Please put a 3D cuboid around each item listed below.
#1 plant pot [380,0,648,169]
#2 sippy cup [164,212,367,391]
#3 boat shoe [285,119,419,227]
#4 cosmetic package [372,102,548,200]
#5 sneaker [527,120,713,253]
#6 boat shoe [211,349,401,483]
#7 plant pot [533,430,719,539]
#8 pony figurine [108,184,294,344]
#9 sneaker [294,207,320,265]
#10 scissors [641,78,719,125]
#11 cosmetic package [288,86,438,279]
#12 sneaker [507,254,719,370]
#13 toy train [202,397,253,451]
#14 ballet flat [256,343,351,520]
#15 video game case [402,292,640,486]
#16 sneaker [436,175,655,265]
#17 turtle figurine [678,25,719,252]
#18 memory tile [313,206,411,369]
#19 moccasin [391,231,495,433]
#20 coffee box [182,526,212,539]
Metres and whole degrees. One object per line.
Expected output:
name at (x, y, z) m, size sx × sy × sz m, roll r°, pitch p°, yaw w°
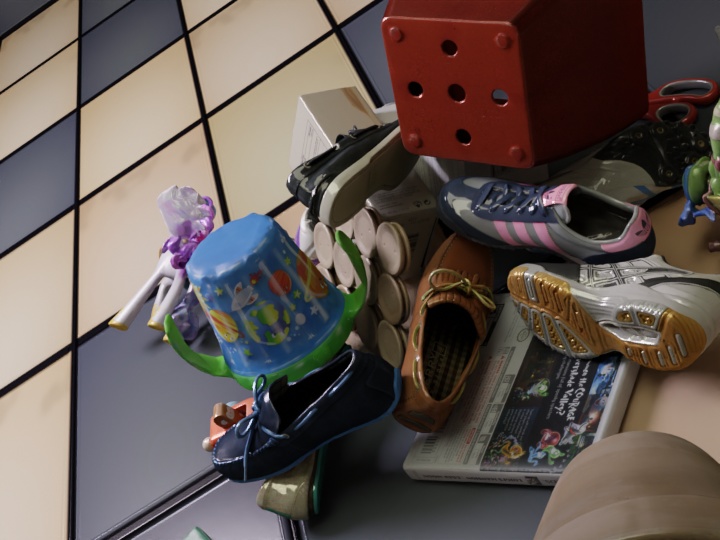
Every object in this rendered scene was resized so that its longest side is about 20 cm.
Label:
plant pot at (0.128, -0.196, 1.028) m, size 0.200 × 0.200 × 0.176 m, roll 12°, pitch 40°, yaw 33°
sippy cup at (-0.093, 0.022, 1.080) m, size 0.178 × 0.130 × 0.140 m, roll -44°, pitch 31°, yaw -21°
boat shoe at (-0.002, -0.105, 1.078) m, size 0.066 × 0.075 × 0.199 m, roll 26°, pitch 42°, yaw 19°
cosmetic package at (0.091, -0.133, 1.221) m, size 0.113 × 0.081 × 0.200 m, roll -19°, pitch 21°, yaw -27°
sneaker at (0.234, -0.079, 1.069) m, size 0.200 × 0.072 × 0.072 m, roll -26°, pitch -12°, yaw -1°
boat shoe at (-0.058, 0.114, 0.977) m, size 0.200 × 0.069 × 0.084 m, roll -34°, pitch 36°, yaw 22°
plant pot at (0.177, 0.190, 0.685) m, size 0.200 × 0.200 × 0.174 m, roll -28°, pitch 17°, yaw 15°
pony figurine at (-0.201, -0.015, 1.347) m, size 0.193 × 0.166 × 0.200 m, roll -3°, pitch 60°, yaw 53°
sneaker at (-0.031, -0.078, 1.311) m, size 0.083 × 0.081 × 0.200 m, roll -46°, pitch 7°, yaw 46°
scissors at (0.277, -0.171, 1.190) m, size 0.200 × 0.014 × 0.073 m, roll 8°, pitch 56°, yaw 50°
cosmetic package at (0.000, -0.090, 1.191) m, size 0.071 × 0.105 × 0.200 m, roll -14°, pitch 53°, yaw -24°
sneaker at (0.211, 0.025, 0.924) m, size 0.088 × 0.076 × 0.200 m, roll -35°, pitch 31°, yaw -28°
toy train at (-0.104, 0.096, 1.176) m, size 0.150 × 0.056 × 0.200 m, roll -24°, pitch 35°, yaw 19°
ballet flat at (-0.053, 0.138, 1.054) m, size 0.062 × 0.068 × 0.200 m, roll 5°, pitch 44°, yaw 9°
video game case at (0.147, 0.094, 0.968) m, size 0.182 × 0.023 × 0.200 m, roll -6°, pitch 42°, yaw 40°
sneaker at (0.158, -0.055, 0.985) m, size 0.200 × 0.082 × 0.070 m, roll 15°, pitch 64°, yaw 19°
turtle figurine at (0.354, -0.105, 0.908) m, size 0.200 × 0.144 × 0.194 m, roll -49°, pitch 38°, yaw -12°
memory tile at (0.000, 0.000, 1.125) m, size 0.017 × 0.154 × 0.200 m, roll -12°, pitch 26°, yaw -24°
moccasin at (0.078, 0.042, 0.992) m, size 0.202 × 0.074 × 0.078 m, roll -63°, pitch 5°, yaw -36°
coffee box at (-0.172, 0.325, 0.961) m, size 0.200 × 0.044 × 0.123 m, roll -47°, pitch 34°, yaw -14°
